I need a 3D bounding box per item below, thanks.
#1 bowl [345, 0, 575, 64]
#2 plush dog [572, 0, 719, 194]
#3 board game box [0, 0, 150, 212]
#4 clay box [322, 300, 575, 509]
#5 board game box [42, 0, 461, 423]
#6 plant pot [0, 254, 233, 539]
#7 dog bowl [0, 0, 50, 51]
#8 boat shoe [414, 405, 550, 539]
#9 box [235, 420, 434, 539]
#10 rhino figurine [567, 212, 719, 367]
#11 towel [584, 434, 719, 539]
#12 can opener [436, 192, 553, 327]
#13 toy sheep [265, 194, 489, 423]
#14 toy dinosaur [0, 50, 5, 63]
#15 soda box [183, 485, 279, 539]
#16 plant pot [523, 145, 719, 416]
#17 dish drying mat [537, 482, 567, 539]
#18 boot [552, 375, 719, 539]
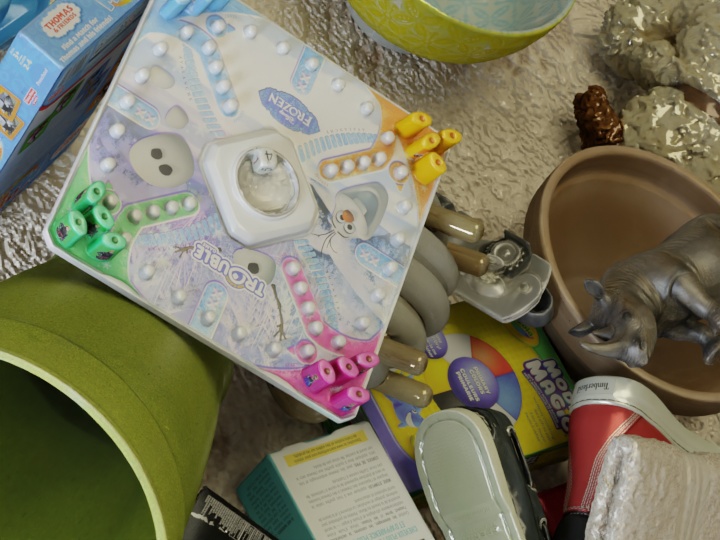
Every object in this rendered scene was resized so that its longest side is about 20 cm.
[{"bbox_3d":[0.048,-0.219,1.619,0.199,0.108,0.201,17,50,-22],"label":"bowl"},{"bbox_3d":[0.254,-0.112,1.673,0.199,0.160,0.172,35,72,-5],"label":"plush dog"},{"bbox_3d":[-0.181,-0.104,1.316,0.037,0.200,0.151,39,45,0],"label":"board game box"},{"bbox_3d":[0.067,0.081,1.455,0.199,0.048,0.115,-14,67,-39],"label":"clay box"},{"bbox_3d":[-0.051,-0.048,1.239,0.199,0.026,0.201,32,57,-18],"label":"board game box"},{"bbox_3d":[-0.159,0.080,1.220,0.200,0.201,0.193,39,34,-3],"label":"plant pot"},{"bbox_3d":[-0.282,-0.159,1.395,0.112,0.050,0.200,49,45,6],"label":"dog bowl"},{"bbox_3d":[0.087,0.177,1.363,0.066,0.074,0.201,-15,86,-57],"label":"boat shoe"},{"bbox_3d":[0.011,0.193,1.333,0.082,0.049,0.201,-15,68,-39],"label":"box"},{"bbox_3d":[0.202,0.018,1.452,0.087,0.060,0.199,40,43,25],"label":"rhino figurine"},{"bbox_3d":[0.170,0.202,1.350,0.132,0.034,0.201,16,87,-50],"label":"towel"},{"bbox_3d":[0.039,-0.019,1.477,0.199,0.067,0.053,31,67,27],"label":"can opener"},{"bbox_3d":[0.000,0.000,1.346,0.137,0.138,0.201,31,66,-11],"label":"toy sheep"},{"bbox_3d":[-0.293,-0.084,1.286,0.105,0.200,0.181,50,24,18],"label":"toy dinosaur"},{"bbox_3d":[-0.112,0.217,1.217,0.063,0.071,0.200,35,45,-5],"label":"soda box"},{"bbox_3d":[0.184,0.023,1.545,0.200,0.093,0.202,18,49,-22],"label":"plant pot"},{"bbox_3d":[0.183,0.222,1.451,0.077,0.018,0.201,-15,66,-43],"label":"dish drying mat"},{"bbox_3d":[0.191,0.174,1.442,0.200,0.072,0.145,35,56,-38],"label":"boot"}]
